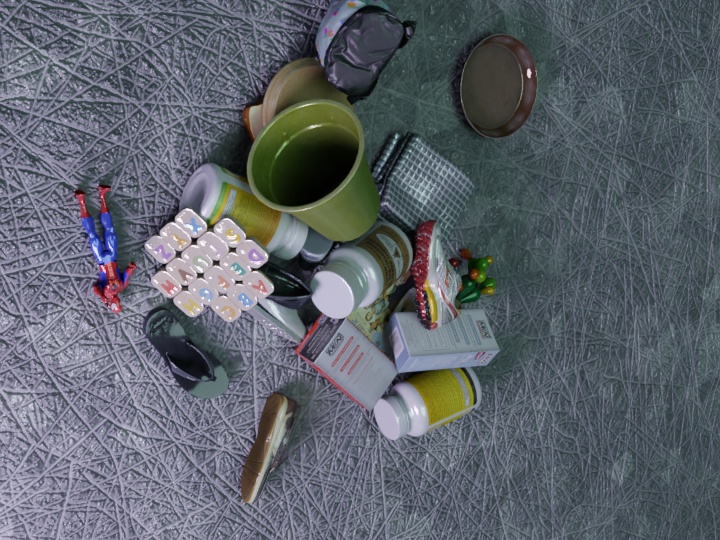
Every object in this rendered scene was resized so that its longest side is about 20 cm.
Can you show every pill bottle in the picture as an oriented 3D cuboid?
[{"bbox_3d":[0.130,0.256,1.855,0.199,0.112,0.113,-19,111,-29],"label":"pill bottle"},{"bbox_3d":[-0.188,-0.090,1.563,0.199,0.111,0.112,24,87,-35],"label":"pill bottle"},{"bbox_3d":[0.000,0.000,1.655,0.200,0.114,0.115,-40,123,-50],"label":"pill bottle"}]

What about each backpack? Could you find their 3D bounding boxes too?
[{"bbox_3d":[-0.002,-0.390,1.564,0.126,0.200,0.167,37,110,-20],"label":"backpack"}]

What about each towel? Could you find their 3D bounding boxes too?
[{"bbox_3d":[0.110,-0.144,1.766,0.200,0.085,0.166,35,80,-34],"label":"towel"}]

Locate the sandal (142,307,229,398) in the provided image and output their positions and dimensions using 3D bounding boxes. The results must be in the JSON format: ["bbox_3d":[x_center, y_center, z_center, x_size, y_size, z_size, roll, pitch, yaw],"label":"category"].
[{"bbox_3d":[-0.293,0.149,1.590,0.076,0.043,0.200,-48,122,-15],"label":"sandal"}]

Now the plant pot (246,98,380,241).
[{"bbox_3d":[-0.054,-0.140,1.537,0.201,0.199,0.190,-55,148,-10],"label":"plant pot"}]

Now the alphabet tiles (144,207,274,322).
[{"bbox_3d":[-0.243,-0.004,1.515,0.200,0.015,0.196,-35,112,28],"label":"alphabet tiles"}]

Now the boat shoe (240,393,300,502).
[{"bbox_3d":[-0.158,0.325,1.702,0.064,0.073,0.201,20,90,-30],"label":"boat shoe"}]

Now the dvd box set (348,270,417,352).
[{"bbox_3d":[0.030,0.076,1.796,0.200,0.029,0.147,-45,121,-18],"label":"dvd box set"}]

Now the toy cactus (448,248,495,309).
[{"bbox_3d":[0.189,0.037,1.856,0.166,0.102,0.200,-57,157,16],"label":"toy cactus"}]

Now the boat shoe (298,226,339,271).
[{"bbox_3d":[-0.053,-0.078,1.675,0.073,0.068,0.200,25,53,-1],"label":"boat shoe"}]

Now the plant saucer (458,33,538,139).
[{"bbox_3d":[0.264,-0.360,1.850,0.199,0.034,0.202,-8,105,-31],"label":"plant saucer"}]

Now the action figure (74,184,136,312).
[{"bbox_3d":[-0.387,-0.023,1.459,0.065,0.099,0.201,-17,112,-28],"label":"action figure"}]

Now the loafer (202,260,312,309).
[{"bbox_3d":[-0.172,0.008,1.559,0.199,0.070,0.069,22,70,-16],"label":"loafer"}]

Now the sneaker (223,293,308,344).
[{"bbox_3d":[-0.151,0.056,1.650,0.200,0.076,0.081,45,66,-34],"label":"sneaker"}]

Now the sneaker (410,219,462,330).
[{"bbox_3d":[0.140,0.004,1.732,0.082,0.078,0.202,-13,108,-21],"label":"sneaker"}]

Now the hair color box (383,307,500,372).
[{"bbox_3d":[0.154,0.131,1.792,0.199,0.100,0.061,-2,145,-26],"label":"hair color box"}]

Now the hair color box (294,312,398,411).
[{"bbox_3d":[-0.020,0.163,1.711,0.102,0.061,0.200,-53,135,-11],"label":"hair color box"}]

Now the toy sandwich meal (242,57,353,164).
[{"bbox_3d":[-0.102,-0.263,1.612,0.204,0.070,0.207,-9,106,-35],"label":"toy sandwich meal"}]
